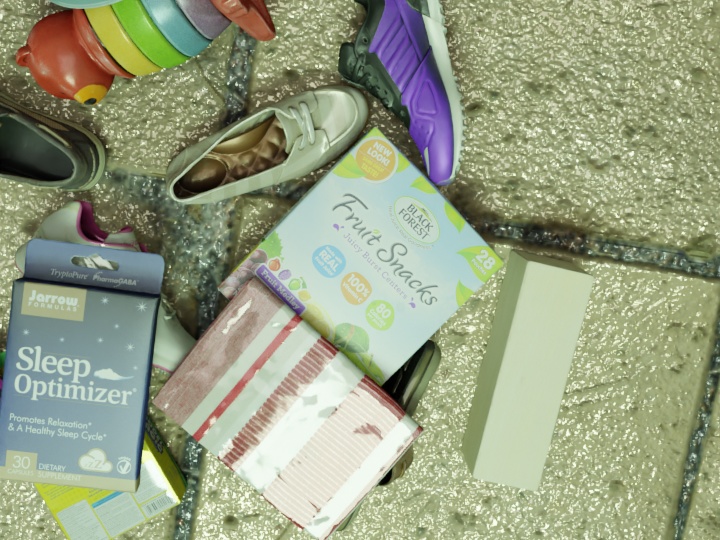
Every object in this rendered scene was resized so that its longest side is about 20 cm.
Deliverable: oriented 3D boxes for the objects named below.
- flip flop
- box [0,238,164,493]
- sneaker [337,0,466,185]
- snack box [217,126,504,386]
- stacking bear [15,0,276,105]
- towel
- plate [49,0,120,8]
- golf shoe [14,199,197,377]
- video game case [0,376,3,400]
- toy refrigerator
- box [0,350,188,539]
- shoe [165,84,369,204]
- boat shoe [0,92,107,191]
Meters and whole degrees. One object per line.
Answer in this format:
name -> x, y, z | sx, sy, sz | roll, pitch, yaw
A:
flip flop -> 0.027, 0.158, 0.841 | 0.057, 0.081, 0.201 | 29, 92, -21
box -> -0.236, 0.080, 0.758 | 0.119, 0.032, 0.203 | 7, 93, -6
sneaker -> 0.031, -0.169, 0.788 | 0.098, 0.070, 0.203 | -11, 91, -1
snack box -> 0.000, 0.000, 0.813 | 0.169, 0.068, 0.200 | 44, 94, -7
stacking bear -> -0.191, -0.209, 0.756 | 0.198, 0.121, 0.115 | -27, 85, 11
towel -> -0.063, 0.123, 0.783 | 0.200, 0.023, 0.144 | 41, 99, -3
plate -> -0.192, -0.299, 0.719 | 0.198, 0.026, 0.203 | -10, 62, 20
golf shoe -> -0.209, 0.018, 0.807 | 0.199, 0.075, 0.092 | 37, 93, -8
video game case -> -0.409, 0.115, 0.807 | 0.180, 0.036, 0.201 | -33, 97, 21
toy refrigerator -> 0.153, 0.090, 0.828 | 0.069, 0.076, 0.203 | 12, 98, -4
box -> -0.261, 0.150, 0.839 | 0.116, 0.048, 0.202 | -27, 101, 3
shoe -> -0.082, -0.107, 0.800 | 0.198, 0.053, 0.071 | -24, 99, 2
boat shoe -> -0.322, -0.120, 0.780 | 0.197, 0.073, 0.075 | 13, 98, -4
